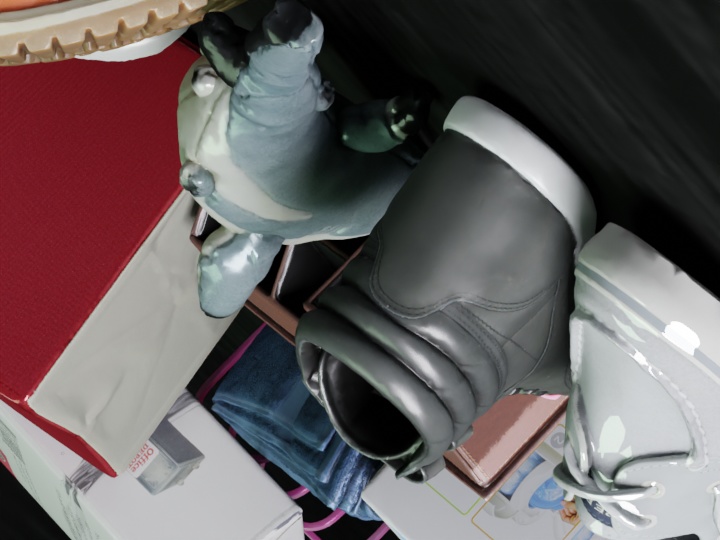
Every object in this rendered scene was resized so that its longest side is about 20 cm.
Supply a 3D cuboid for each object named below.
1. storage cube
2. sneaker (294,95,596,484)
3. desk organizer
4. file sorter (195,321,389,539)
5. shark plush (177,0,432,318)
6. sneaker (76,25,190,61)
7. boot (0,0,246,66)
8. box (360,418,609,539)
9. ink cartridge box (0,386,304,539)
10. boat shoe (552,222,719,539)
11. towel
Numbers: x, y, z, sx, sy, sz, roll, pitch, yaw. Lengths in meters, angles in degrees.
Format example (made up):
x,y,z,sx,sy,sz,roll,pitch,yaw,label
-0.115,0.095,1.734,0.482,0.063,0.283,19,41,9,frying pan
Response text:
x,y,z,sx,sy,sz,roll,pitch,yaw,label
-0.150,-0.036,1.025,0.180,0.200,0.171,34,171,16,storage cube
0.033,0.024,0.699,0.071,0.099,0.200,38,173,23,sneaker
0.000,0.000,0.874,0.200,0.072,0.077,36,168,46,desk organizer
-0.023,0.074,1.243,0.139,0.125,0.200,39,172,34,file sorter
-0.015,-0.056,0.699,0.083,0.091,0.200,1,155,2,shark plush
-0.128,-0.151,0.710,0.200,0.075,0.088,44,160,-4,sneaker
-0.123,-0.112,0.657,0.075,0.199,0.108,-161,66,-85,boot
0.114,0.130,0.875,0.200,0.101,0.113,38,171,38,box
-0.121,0.106,1.146,0.200,0.085,0.146,46,163,19,ink cartridge box
0.092,0.053,0.659,0.072,0.069,0.200,40,173,24,boat shoe
-0.004,0.046,1.005,0.049,0.112,0.200,37,175,-16,towel
